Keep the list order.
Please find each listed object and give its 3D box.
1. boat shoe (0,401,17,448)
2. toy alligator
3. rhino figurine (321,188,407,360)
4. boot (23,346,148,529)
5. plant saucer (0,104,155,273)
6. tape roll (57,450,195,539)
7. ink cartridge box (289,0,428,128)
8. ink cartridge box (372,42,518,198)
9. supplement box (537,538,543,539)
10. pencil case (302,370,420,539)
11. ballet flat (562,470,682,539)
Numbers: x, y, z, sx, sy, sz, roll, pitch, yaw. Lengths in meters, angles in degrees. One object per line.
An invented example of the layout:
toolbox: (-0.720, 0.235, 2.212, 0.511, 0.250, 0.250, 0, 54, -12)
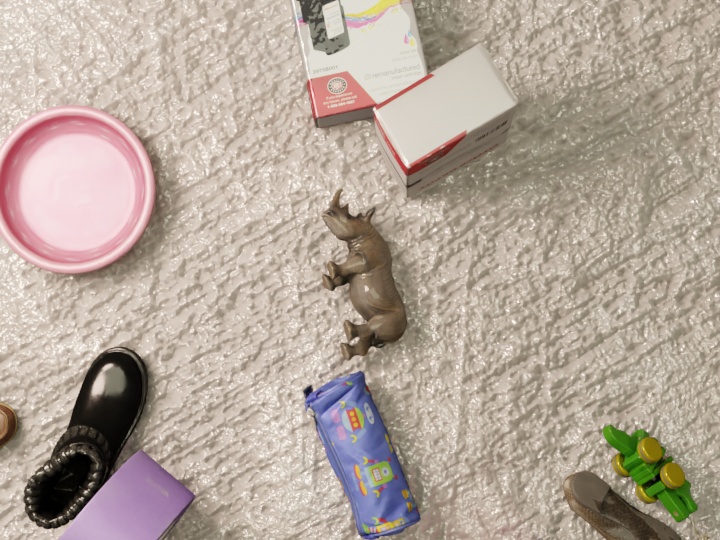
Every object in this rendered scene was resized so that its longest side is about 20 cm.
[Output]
boat shoe: (-0.509, 0.194, 1.627, 0.199, 0.068, 0.073, -5, 86, 0)
toy alligator: (0.365, 0.252, 1.631, 0.200, 0.059, 0.054, 48, 47, 3)
rhino figurine: (0.000, 0.000, 1.641, 0.087, 0.060, 0.201, -13, 85, -20)
boot: (-0.311, 0.190, 1.581, 0.079, 0.158, 0.212, 18, 87, 1)
plant saucer: (-0.343, -0.096, 1.654, 0.199, 0.051, 0.202, 0, 87, 1)
tape roll: (-0.281, 0.307, 1.553, 0.085, 0.200, 0.200, 40, 87, 2)
ink cartridge box: (-0.005, -0.287, 1.650, 0.145, 0.083, 0.201, -12, 87, 0)
ink cartridge box: (0.095, -0.167, 1.584, 0.146, 0.200, 0.083, -31, 83, -2)
supplement box: (0.215, 0.430, 1.594, 0.101, 0.103, 0.201, 24, 88, 1)
pencil case: (-0.001, 0.219, 1.618, 0.086, 0.078, 0.201, -20, 86, -30)
ballet flat: (0.317, 0.313, 1.633, 0.200, 0.046, 0.067, 39, 56, -3)
